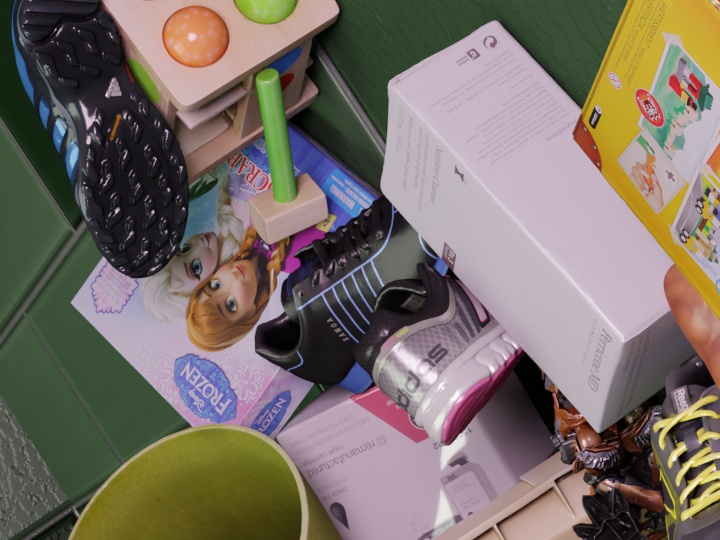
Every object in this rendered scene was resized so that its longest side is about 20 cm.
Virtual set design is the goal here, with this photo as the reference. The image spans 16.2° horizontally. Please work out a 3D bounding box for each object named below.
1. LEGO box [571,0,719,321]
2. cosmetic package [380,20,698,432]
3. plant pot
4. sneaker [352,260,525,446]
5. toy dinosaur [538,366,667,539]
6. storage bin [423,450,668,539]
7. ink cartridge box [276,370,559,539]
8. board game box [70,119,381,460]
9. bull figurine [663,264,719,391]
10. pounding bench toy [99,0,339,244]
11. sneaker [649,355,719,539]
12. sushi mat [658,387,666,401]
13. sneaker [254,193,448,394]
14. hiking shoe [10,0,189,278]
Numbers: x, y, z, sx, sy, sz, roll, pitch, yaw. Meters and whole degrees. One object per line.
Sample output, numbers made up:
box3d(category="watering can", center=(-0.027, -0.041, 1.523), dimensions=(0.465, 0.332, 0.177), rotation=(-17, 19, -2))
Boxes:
box3d(category="LEGO box", center=(0.183, -0.065, 1.112), dimensions=(0.149, 0.077, 0.200), rotation=(52, 161, 14))
box3d(category="cosmetic package", center=(0.102, -0.024, 1.386), dimensions=(0.200, 0.081, 0.113), rotation=(50, 159, 24))
box3d(category="plant pot", center=(-0.068, 0.232, 1.654), dimensions=(0.187, 0.187, 0.200), rotation=(38, 172, 45))
box3d(category="sneaker", center=(0.055, 0.028, 1.461), dimensions=(0.087, 0.200, 0.074), rotation=(37, 119, 6))
box3d(category="toy dinosaur", center=(0.167, 0.122, 1.456), dimensions=(0.200, 0.102, 0.136), rotation=(41, 179, -12))
box3d(category="storage bin", center=(0.114, 0.229, 1.569), dimensions=(0.199, 0.199, 0.094), rotation=(61, 170, -13))
box3d(category="ink cartridge box", center=(0.061, 0.153, 1.680), dimensions=(0.146, 0.083, 0.201), rotation=(-27, 97, 29))
box3d(category="board game box", center=(-0.081, -0.001, 1.727), dimensions=(0.200, 0.200, 0.041), rotation=(40, -173, 41))
box3d(category="bull figurine", center=(0.222, 0.058, 1.243), dimensions=(0.200, 0.065, 0.122), rotation=(50, 157, 13))
box3d(category="pounding bench toy", center=(-0.081, -0.129, 1.617), dimensions=(0.200, 0.124, 0.156), rotation=(53, 161, 11))
box3d(category="sneaker", center=(0.176, 0.108, 1.292), dimensions=(0.085, 0.074, 0.200), rotation=(56, -162, -11))
box3d(category="sushi mat", center=(0.182, 0.100, 1.496), dimensions=(0.201, 0.012, 0.096), rotation=(60, 160, -11))
box3d(category="sneaker", center=(0.000, 0.000, 1.576), dimensions=(0.070, 0.077, 0.200), rotation=(-93, 25, -47))
box3d(category="hiking shoe", center=(-0.163, -0.094, 1.593), dimensions=(0.087, 0.074, 0.201), rotation=(-151, 42, -68))
